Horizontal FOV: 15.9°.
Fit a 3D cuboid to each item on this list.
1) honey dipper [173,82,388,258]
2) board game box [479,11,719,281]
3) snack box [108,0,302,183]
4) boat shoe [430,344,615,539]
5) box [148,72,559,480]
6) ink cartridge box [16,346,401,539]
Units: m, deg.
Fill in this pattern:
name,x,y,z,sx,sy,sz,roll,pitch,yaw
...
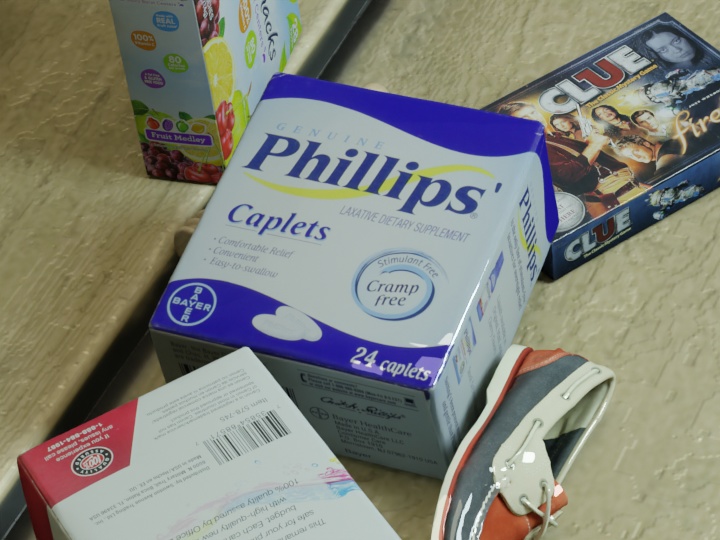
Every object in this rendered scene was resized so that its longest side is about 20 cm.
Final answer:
name,x,y,z,sx,sy,sz,roll,pitch,yaw
honey dipper,-0.045,-0.067,1.687,0.038,0.038,0.200,24,50,30
board game box,0.163,-0.084,1.676,0.199,0.035,0.135,-29,47,-21
snack box,-0.102,-0.187,1.703,0.067,0.201,0.169,7,44,15
boat shoe,0.089,0.117,1.452,0.062,0.071,0.200,12,42,16
box,0.000,0.000,1.536,0.183,0.105,0.201,12,57,19
ink cartridge box,-0.066,0.174,1.354,0.145,0.145,0.200,-24,45,-17
